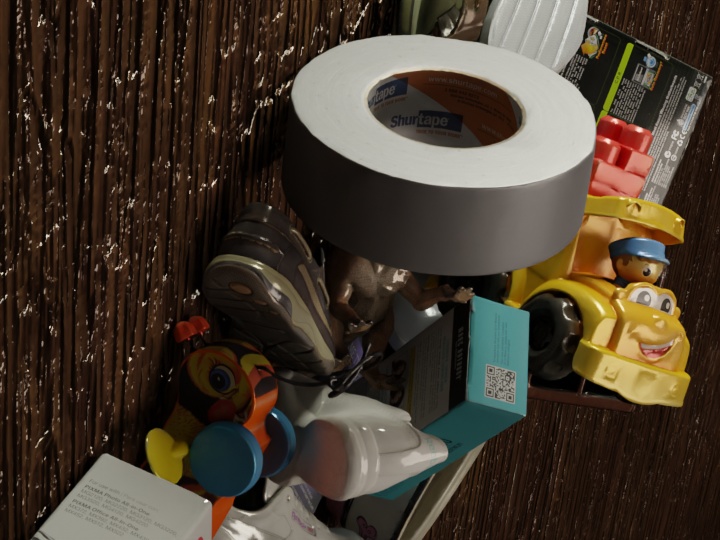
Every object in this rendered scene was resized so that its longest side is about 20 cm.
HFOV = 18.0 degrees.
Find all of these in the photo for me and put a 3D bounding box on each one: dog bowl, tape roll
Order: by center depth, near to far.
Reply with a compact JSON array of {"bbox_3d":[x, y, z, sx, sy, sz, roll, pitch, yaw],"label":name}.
[{"bbox_3d":[0.051,-0.078,1.460,0.200,0.200,0.066,-46,150,-51],"label":"tape roll"},{"bbox_3d":[0.046,0.140,1.826,0.200,0.074,0.200,-54,168,-17],"label":"dog bowl"}]

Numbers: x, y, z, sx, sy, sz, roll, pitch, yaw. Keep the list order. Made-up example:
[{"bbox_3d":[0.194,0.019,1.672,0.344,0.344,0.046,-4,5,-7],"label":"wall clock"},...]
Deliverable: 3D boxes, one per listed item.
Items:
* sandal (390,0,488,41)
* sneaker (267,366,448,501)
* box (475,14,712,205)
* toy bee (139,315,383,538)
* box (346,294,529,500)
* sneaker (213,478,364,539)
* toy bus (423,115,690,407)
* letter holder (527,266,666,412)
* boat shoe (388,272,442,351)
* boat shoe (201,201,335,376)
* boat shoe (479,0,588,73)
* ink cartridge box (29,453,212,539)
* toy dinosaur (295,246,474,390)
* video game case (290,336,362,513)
[{"bbox_3d":[0.068,-0.195,1.609,0.201,0.057,0.080,-52,159,-49],"label":"sandal"},{"bbox_3d":[-0.010,0.109,1.510,0.088,0.200,0.076,-5,103,-23],"label":"sneaker"},{"bbox_3d":[0.158,-0.099,1.786,0.201,0.193,0.047,-68,-160,-1],"label":"box"},{"bbox_3d":[-0.087,0.087,1.434,0.200,0.109,0.131,-44,169,2],"label":"toy bee"},{"bbox_3d":[0.050,0.095,1.633,0.200,0.049,0.083,-39,-139,54],"label":"box"},{"bbox_3d":[-0.053,0.184,1.590,0.200,0.075,0.100,6,97,-54],"label":"sneaker"},{"bbox_3d":[0.172,-0.014,1.665,0.135,0.200,0.193,19,99,-41],"label":"toy bus"},{"bbox_3d":[0.177,0.013,1.937,0.200,0.100,0.143,-116,-143,-68],"label":"letter holder"},{"bbox_3d":[0.062,0.016,1.806,0.200,0.073,0.068,-66,-177,-49],"label":"boat shoe"},{"bbox_3d":[-0.047,0.014,1.478,0.200,0.074,0.074,72,37,-70],"label":"boat shoe"},{"bbox_3d":[0.127,-0.194,1.685,0.071,0.072,0.200,-37,-159,49],"label":"boat shoe"},{"bbox_3d":[-0.168,0.230,1.341,0.200,0.083,0.146,-51,154,-44],"label":"ink cartridge box"},{"bbox_3d":[0.000,0.000,1.606,0.086,0.136,0.200,2,140,-29],"label":"toy dinosaur"},{"bbox_3d":[-0.045,0.140,1.706,0.200,0.019,0.143,-64,161,-20],"label":"video game case"}]
